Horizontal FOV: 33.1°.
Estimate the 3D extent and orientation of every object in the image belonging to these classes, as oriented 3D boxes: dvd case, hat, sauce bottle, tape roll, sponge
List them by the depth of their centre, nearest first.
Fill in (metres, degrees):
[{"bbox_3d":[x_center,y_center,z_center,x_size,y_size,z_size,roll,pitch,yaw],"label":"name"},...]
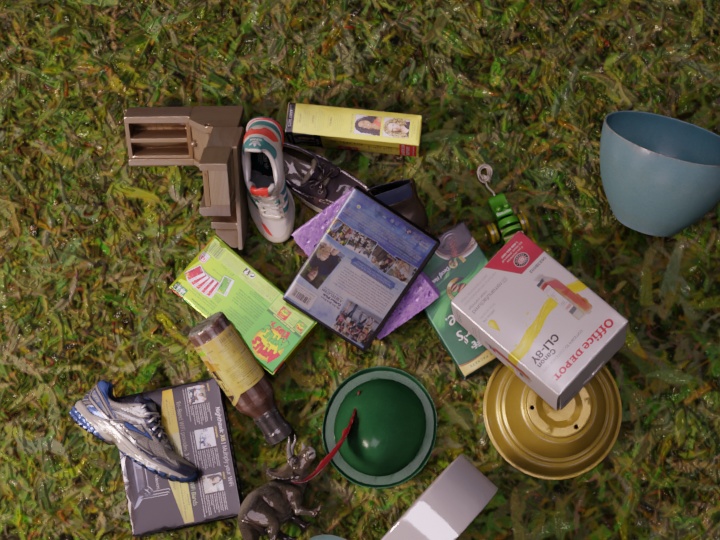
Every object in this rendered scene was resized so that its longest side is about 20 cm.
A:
[{"bbox_3d":[0.092,0.342,1.625,0.071,0.202,0.202,42,83,9],"label":"tape roll"},{"bbox_3d":[0.021,0.220,1.660,0.165,0.176,0.201,17,80,5],"label":"hat"},{"bbox_3d":[0.000,0.000,1.697,0.142,0.018,0.200,33,110,-3],"label":"dvd case"},{"bbox_3d":[-0.166,0.155,1.712,0.065,0.065,0.200,-33,100,-5],"label":"sauce bottle"},{"bbox_3d":[0.008,-0.009,1.718,0.111,0.030,0.200,-37,99,18],"label":"sponge"}]

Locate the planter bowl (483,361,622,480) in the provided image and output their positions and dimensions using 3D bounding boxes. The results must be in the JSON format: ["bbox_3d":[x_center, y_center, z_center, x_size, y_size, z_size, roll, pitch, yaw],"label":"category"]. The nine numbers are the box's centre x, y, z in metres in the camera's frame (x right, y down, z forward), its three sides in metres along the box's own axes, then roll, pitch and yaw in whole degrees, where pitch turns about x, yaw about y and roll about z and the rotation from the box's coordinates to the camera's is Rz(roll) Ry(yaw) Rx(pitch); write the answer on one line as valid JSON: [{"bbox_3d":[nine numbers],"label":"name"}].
[{"bbox_3d":[0.275,0.192,1.707,0.200,0.083,0.201,0,79,1],"label":"planter bowl"}]

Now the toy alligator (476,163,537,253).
[{"bbox_3d":[0.214,-0.072,1.775,0.059,0.054,0.201,-20,79,-3],"label":"toy alligator"}]

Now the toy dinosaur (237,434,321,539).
[{"bbox_3d":[-0.123,0.335,1.685,0.102,0.077,0.200,40,62,9],"label":"toy dinosaur"}]

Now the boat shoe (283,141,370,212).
[{"bbox_3d":[-0.072,-0.137,1.792,0.200,0.065,0.072,28,79,6],"label":"boat shoe"}]

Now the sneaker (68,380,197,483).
[{"bbox_3d":[-0.302,0.219,1.671,0.200,0.077,0.085,32,77,8],"label":"sneaker"}]

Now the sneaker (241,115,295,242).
[{"bbox_3d":[-0.138,-0.113,1.731,0.070,0.094,0.200,2,123,9],"label":"sneaker"}]

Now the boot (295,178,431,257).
[{"bbox_3d":[-0.002,-0.076,1.752,0.199,0.075,0.097,-8,111,5],"label":"boot"}]

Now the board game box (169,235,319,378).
[{"bbox_3d":[-0.168,0.053,1.766,0.200,0.048,0.102,39,83,9],"label":"board game box"}]

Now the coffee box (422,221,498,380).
[{"bbox_3d":[0.151,0.043,1.759,0.123,0.044,0.200,-29,79,-4],"label":"coffee box"}]

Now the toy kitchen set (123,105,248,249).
[{"bbox_3d":[-0.256,-0.123,1.755,0.180,0.200,0.164,0,120,2],"label":"toy kitchen set"}]

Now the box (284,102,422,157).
[{"bbox_3d":[-0.009,-0.208,1.801,0.199,0.075,0.050,6,81,2],"label":"box"}]

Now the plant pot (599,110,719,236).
[{"bbox_3d":[0.426,-0.128,1.727,0.199,0.200,0.135,15,115,5],"label":"plant pot"}]

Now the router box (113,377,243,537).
[{"bbox_3d":[-0.259,0.265,1.724,0.157,0.052,0.201,-11,79,-1],"label":"router box"}]

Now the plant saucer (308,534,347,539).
[{"bbox_3d":[-0.011,0.443,1.614,0.200,0.200,0.036,43,50,9],"label":"plant saucer"}]

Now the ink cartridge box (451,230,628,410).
[{"bbox_3d":[0.245,0.068,1.660,0.200,0.083,0.145,42,81,20],"label":"ink cartridge box"}]
